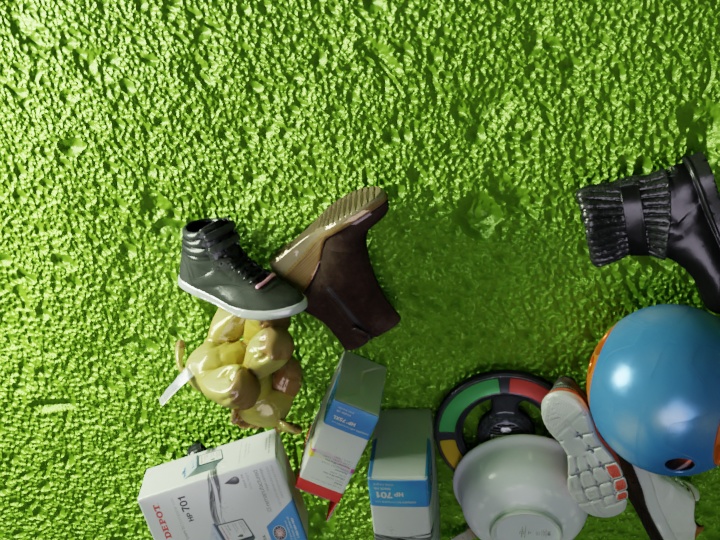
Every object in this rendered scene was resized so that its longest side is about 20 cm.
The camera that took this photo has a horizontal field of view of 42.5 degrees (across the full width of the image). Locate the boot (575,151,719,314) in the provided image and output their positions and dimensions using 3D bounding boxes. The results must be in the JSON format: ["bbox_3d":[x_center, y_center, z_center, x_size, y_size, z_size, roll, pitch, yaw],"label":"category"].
[{"bbox_3d":[0.351,-0.023,1.089,0.156,0.080,0.213,-20,103,11],"label":"boot"}]

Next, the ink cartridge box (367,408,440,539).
[{"bbox_3d":[0.064,0.316,1.275,0.085,0.147,0.202,-1,118,7],"label":"ink cartridge box"}]

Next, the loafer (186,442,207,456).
[{"bbox_3d":[-0.180,0.327,1.370,0.070,0.068,0.201,-36,104,2],"label":"loafer"}]

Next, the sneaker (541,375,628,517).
[{"bbox_3d":[0.297,0.223,1.196,0.076,0.082,0.202,-14,109,26],"label":"sneaker"}]

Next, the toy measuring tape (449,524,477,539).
[{"bbox_3d":[0.078,0.422,1.392,0.198,0.074,0.074,-29,113,-3],"label":"toy measuring tape"}]

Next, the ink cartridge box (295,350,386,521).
[{"bbox_3d":[-0.033,0.227,1.260,0.066,0.117,0.202,21,118,-4],"label":"ink cartridge box"}]

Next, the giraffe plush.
[{"bbox_3d":[-0.140,0.146,1.225,0.199,0.173,0.162,-37,130,13],"label":"giraffe plush"}]

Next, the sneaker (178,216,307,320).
[{"bbox_3d":[-0.153,-0.007,1.151,0.198,0.071,0.100,17,123,29],"label":"sneaker"}]

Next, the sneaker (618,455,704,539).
[{"bbox_3d":[0.408,0.291,1.270,0.084,0.073,0.202,-32,106,-10],"label":"sneaker"}]

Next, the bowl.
[{"bbox_3d":[0.223,0.325,1.256,0.198,0.091,0.203,4,127,5],"label":"bowl"}]

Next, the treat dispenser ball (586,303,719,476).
[{"bbox_3d":[0.371,0.142,1.107,0.198,0.202,0.203,3,119,6],"label":"treat dispenser ball"}]

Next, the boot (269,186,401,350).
[{"bbox_3d":[0.000,0.000,1.164,0.199,0.073,0.166,-34,110,30],"label":"boot"}]

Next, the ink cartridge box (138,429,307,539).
[{"bbox_3d":[-0.186,0.327,1.281,0.197,0.086,0.148,-18,108,1],"label":"ink cartridge box"}]

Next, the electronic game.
[{"bbox_3d":[0.199,0.222,1.266,0.197,0.042,0.202,4,118,7],"label":"electronic game"}]
